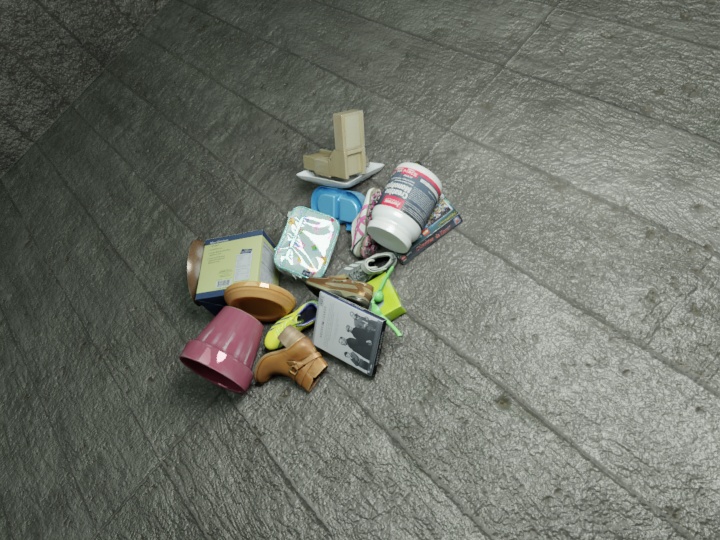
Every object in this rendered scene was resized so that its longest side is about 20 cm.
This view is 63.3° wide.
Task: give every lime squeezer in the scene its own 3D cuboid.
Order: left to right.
[{"bbox_3d":[0.058,0.076,1.465,0.070,0.038,0.202,-16,55,17],"label":"lime squeezer"}]

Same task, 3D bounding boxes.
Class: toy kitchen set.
[{"bbox_3d":[-0.051,-0.381,1.698,0.162,0.183,0.199,-23,31,-36],"label":"toy kitchen set"}]

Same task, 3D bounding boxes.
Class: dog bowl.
[{"bbox_3d":[-0.056,-0.186,1.704,0.198,0.049,0.113,16,114,34],"label":"dog bowl"}]

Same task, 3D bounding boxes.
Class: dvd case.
[{"bbox_3d":[-0.032,0.154,1.458,0.198,0.025,0.153,24,113,31],"label":"dvd case"}]

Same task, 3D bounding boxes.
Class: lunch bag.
[{"bbox_3d":[-0.155,-0.071,1.650,0.158,0.077,0.203,21,79,-3],"label":"lunch bag"}]

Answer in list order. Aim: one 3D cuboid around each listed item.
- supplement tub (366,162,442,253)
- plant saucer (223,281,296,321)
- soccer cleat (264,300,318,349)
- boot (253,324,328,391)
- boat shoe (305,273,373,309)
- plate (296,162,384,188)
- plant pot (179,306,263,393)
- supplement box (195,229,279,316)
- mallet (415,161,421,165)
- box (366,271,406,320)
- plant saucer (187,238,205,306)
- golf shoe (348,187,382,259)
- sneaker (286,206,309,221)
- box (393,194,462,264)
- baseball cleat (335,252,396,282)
[{"bbox_3d":[0.114,-0.163,1.519,0.139,0.140,0.202,18,71,35],"label":"supplement tub"},{"bbox_3d":[-0.276,0.091,1.594,0.197,0.200,0.038,-10,58,23],"label":"plant saucer"},{"bbox_3d":[-0.184,0.145,1.580,0.199,0.084,0.065,-35,85,5],"label":"soccer cleat"},{"bbox_3d":[-0.184,0.262,1.529,0.155,0.073,0.201,43,113,16],"label":"boot"},{"bbox_3d":[-0.050,0.048,1.525,0.198,0.076,0.074,16,62,29],"label":"boat shoe"},{"bbox_3d":[-0.058,-0.290,1.755,0.197,0.033,0.199,14,32,34],"label":"plate"},{"bbox_3d":[-0.357,0.206,1.579,0.198,0.201,0.181,10,61,33],"label":"plant pot"},{"bbox_3d":[-0.352,0.013,1.712,0.197,0.135,0.202,-9,58,16],"label":"supplement box"},{"bbox_3d":[0.127,-0.230,1.671,0.065,0.041,0.201,28,74,39],"label":"mallet"},{"bbox_3d":[0.008,0.106,1.528,0.198,0.048,0.123,-31,51,8],"label":"box"},{"bbox_3d":[-0.473,0.006,1.768,0.036,0.201,0.203,-1,59,4],"label":"plant saucer"},{"bbox_3d":[0.009,-0.131,1.597,0.091,0.072,0.203,26,113,35],"label":"golf shoe"},{"bbox_3d":[-0.167,-0.116,1.742,0.090,0.066,0.202,-26,51,17],"label":"sneaker"},{"bbox_3d":[0.159,-0.126,1.587,0.199,0.038,0.137,-36,51,5],"label":"box"},{"bbox_3d":[0.000,0.000,1.555,0.198,0.106,0.070,-30,80,12],"label":"baseball cleat"}]
